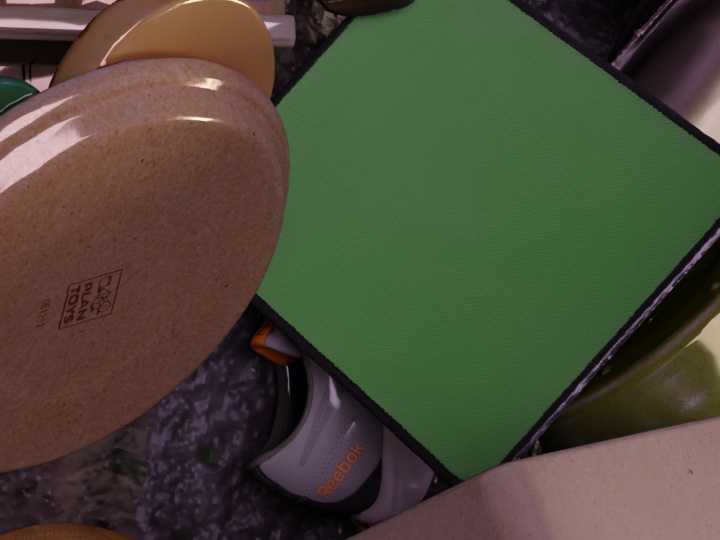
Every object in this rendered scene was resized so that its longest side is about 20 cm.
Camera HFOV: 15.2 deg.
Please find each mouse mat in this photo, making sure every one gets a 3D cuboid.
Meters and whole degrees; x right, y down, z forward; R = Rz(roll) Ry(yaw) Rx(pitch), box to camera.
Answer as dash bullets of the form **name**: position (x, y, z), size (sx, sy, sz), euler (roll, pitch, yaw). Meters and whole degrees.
- **mouse mat**: position (0.034, -0.026, 1.036), size (0.161, 0.200, 0.008), euler (-48, 143, -1)

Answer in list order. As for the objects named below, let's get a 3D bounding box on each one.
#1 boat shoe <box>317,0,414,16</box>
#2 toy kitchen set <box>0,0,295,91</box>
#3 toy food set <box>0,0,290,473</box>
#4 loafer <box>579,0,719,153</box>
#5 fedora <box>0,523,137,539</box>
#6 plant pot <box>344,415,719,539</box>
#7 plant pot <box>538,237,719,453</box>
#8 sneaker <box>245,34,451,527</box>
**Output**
- **boat shoe**: position (-0.009, -0.203, 1.091), size (0.074, 0.075, 0.201), euler (30, 54, -60)
- **toy kitchen set**: position (-0.103, -0.090, 0.993), size (0.200, 0.180, 0.164), euler (0, 83, -22)
- **toy food set**: position (-0.111, -0.005, 0.982), size (0.198, 0.200, 0.049), euler (-29, 57, -23)
- **loafer**: position (0.119, -0.051, 1.057), size (0.073, 0.071, 0.200), euler (36, 97, -9)
- **fedora**: position (-0.115, 0.187, 0.924), size (0.200, 0.082, 0.201), euler (13, 69, -39)
- **plant pot**: position (0.075, 0.160, 0.934), size (0.200, 0.200, 0.177), euler (-7, 72, -46)
- **plant pot**: position (0.169, 0.084, 1.057), size (0.200, 0.200, 0.193), euler (-45, 102, -21)
- **sneaker**: position (0.000, 0.000, 1.079), size (0.079, 0.074, 0.201), euler (10, 78, -14)
